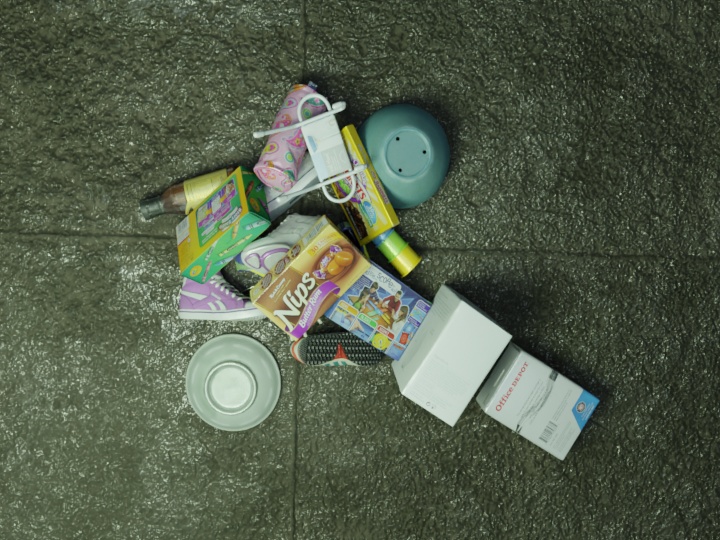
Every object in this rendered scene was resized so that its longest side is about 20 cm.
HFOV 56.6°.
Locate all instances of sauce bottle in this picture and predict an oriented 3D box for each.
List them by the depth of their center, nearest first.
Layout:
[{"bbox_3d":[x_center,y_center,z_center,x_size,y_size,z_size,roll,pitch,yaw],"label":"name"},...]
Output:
[{"bbox_3d":[-0.327,-0.145,1.294,0.195,0.066,0.068,-16,98,2],"label":"sauce bottle"}]

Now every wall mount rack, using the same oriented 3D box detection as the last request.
[{"bbox_3d":[-0.086,-0.210,1.183,0.170,0.075,0.204,-20,94,0],"label":"wall mount rack"}]

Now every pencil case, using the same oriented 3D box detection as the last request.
[{"bbox_3d":[-0.128,-0.250,1.247,0.086,0.088,0.204,23,69,-5],"label":"pencil case"}]

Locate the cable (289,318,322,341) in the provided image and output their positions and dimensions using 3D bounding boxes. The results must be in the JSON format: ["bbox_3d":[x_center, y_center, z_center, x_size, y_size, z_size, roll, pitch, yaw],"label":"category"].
[{"bbox_3d":[-0.139,0.029,1.262,0.096,0.050,0.203,-30,106,1],"label":"cable"}]

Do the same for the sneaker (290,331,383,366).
[{"bbox_3d":[-0.050,0.156,1.343,0.196,0.093,0.072,2,87,-30],"label":"sneaker"}]

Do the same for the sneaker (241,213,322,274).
[{"bbox_3d":[-0.137,-0.053,1.249,0.196,0.100,0.076,-15,140,-29],"label":"sneaker"}]

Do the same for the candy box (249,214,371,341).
[{"bbox_3d":[-0.091,0.015,1.197,0.200,0.057,0.117,-44,116,6],"label":"candy box"}]

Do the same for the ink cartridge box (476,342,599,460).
[{"bbox_3d":[0.358,0.263,1.363,0.198,0.084,0.146,32,94,-7],"label":"ink cartridge box"}]

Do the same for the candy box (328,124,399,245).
[{"bbox_3d":[-0.007,-0.158,1.252,0.101,0.026,0.203,-28,87,44],"label":"candy box"}]

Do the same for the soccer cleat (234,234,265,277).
[{"bbox_3d":[-0.151,-0.016,1.319,0.195,0.065,0.085,10,122,-7],"label":"soccer cleat"}]

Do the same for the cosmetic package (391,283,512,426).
[{"bbox_3d":[0.169,0.154,1.283,0.121,0.199,0.202,31,95,-6],"label":"cosmetic package"}]

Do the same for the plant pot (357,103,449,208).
[{"bbox_3d":[0.083,-0.219,1.267,0.195,0.135,0.206,0,97,-3],"label":"plant pot"}]

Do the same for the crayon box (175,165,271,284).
[{"bbox_3d":[-0.259,-0.083,1.243,0.199,0.121,0.058,-37,140,24],"label":"crayon box"}]

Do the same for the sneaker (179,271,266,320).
[{"bbox_3d":[-0.265,0.039,1.289,0.196,0.072,0.117,2,85,19],"label":"sneaker"}]

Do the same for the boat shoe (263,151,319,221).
[{"bbox_3d":[-0.160,-0.153,1.295,0.199,0.074,0.066,-39,85,-16],"label":"boat shoe"}]

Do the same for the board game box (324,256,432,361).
[{"bbox_3d":[0.035,0.072,1.297,0.199,0.034,0.137,35,88,-32],"label":"board game box"}]

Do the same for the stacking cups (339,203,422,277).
[{"bbox_3d":[0.034,-0.077,1.327,0.060,0.061,0.200,-44,92,3],"label":"stacking cups"}]

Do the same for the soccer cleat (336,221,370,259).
[{"bbox_3d":[-0.001,0.000,1.315,0.064,0.084,0.204,-24,98,0],"label":"soccer cleat"}]

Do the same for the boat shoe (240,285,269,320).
[{"bbox_3d":[-0.168,0.061,1.326,0.196,0.061,0.074,-11,98,-1],"label":"boat shoe"}]

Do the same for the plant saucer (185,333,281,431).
[{"bbox_3d":[-0.259,0.232,1.349,0.195,0.050,0.206,0,96,-2],"label":"plant saucer"}]
